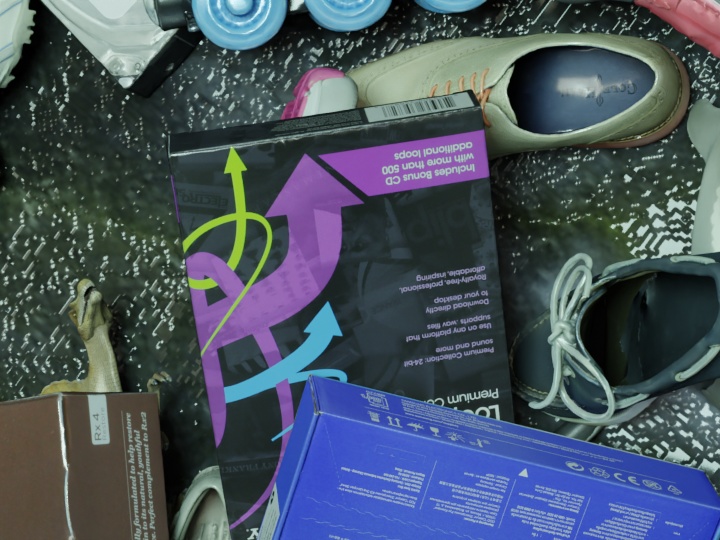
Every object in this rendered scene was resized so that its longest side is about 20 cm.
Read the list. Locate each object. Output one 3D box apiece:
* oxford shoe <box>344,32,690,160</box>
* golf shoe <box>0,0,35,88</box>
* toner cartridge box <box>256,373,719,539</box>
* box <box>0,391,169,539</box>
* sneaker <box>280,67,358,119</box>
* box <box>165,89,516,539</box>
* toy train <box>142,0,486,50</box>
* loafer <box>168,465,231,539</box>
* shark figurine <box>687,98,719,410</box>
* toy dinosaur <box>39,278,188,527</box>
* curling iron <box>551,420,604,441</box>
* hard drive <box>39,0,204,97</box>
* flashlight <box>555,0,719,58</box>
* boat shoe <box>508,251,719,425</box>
[{"bbox_3d":[0.057,-0.086,0.962,0.198,0.074,0.071,-10,85,14],"label":"oxford shoe"},{"bbox_3d":[-0.226,-0.107,1.008,0.078,0.097,0.202,12,97,28],"label":"golf shoe"},{"bbox_3d":[0.058,0.119,0.905,0.198,0.043,0.096,15,109,-12],"label":"toner cartridge box"},{"bbox_3d":[-0.189,0.118,0.974,0.199,0.075,0.101,-9,83,38],"label":"box"},{"bbox_3d":[0.000,0.000,0.961,0.087,0.081,0.202,-4,108,-5],"label":"sneaker"},{"bbox_3d":[-0.004,0.027,0.907,0.142,0.036,0.202,-9,111,-3],"label":"box"},{"bbox_3d":[-0.013,-0.174,0.963,0.198,0.087,0.115,-10,97,-1],"label":"toy train"},{"bbox_3d":[-0.078,0.197,0.976,0.069,0.070,0.202,3,86,14],"label":"loafer"},{"bbox_3d":[0.181,0.028,0.924,0.127,0.089,0.216,-26,87,-23],"label":"shark figurine"},{"bbox_3d":[-0.141,0.106,1.018,0.101,0.058,0.201,30,106,32],"label":"toy dinosaur"},{"bbox_3d":[0.040,0.125,0.973,0.199,0.026,0.050,-35,81,9],"label":"curling iron"},{"bbox_3d":[-0.096,-0.210,1.032,0.200,0.038,0.140,-45,77,6],"label":"hard drive"},{"bbox_3d":[0.150,-0.113,0.891,0.200,0.068,0.068,38,61,9],"label":"flashlight"},{"bbox_3d":[0.119,0.030,0.887,0.199,0.061,0.076,-12,76,58],"label":"boat shoe"}]
